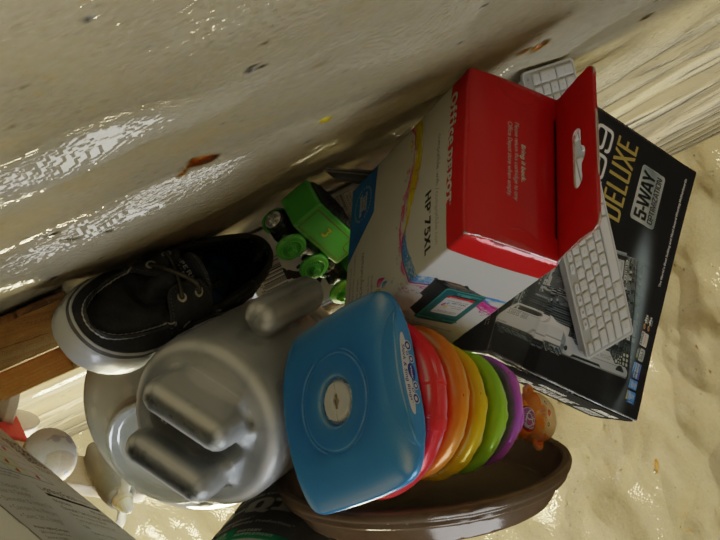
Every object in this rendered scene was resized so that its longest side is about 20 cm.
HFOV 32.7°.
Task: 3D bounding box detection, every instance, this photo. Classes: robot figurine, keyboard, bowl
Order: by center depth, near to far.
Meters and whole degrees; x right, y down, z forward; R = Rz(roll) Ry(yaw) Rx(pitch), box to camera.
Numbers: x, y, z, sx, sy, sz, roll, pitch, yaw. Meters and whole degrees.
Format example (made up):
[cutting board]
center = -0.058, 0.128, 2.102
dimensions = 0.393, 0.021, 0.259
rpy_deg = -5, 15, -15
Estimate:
[robot figurine]
center = -0.073, 0.083, 0.830
dimensions = 0.200, 0.112, 0.171
rpy_deg = -30, 149, -59
[keyboard]
center = 0.151, -0.043, 0.849
dimensions = 0.056, 0.202, 0.011
rpy_deg = -21, -169, -33
[bowl]
center = -0.139, 0.117, 0.964
dimensions = 0.200, 0.202, 0.091
rpy_deg = -27, -162, 26

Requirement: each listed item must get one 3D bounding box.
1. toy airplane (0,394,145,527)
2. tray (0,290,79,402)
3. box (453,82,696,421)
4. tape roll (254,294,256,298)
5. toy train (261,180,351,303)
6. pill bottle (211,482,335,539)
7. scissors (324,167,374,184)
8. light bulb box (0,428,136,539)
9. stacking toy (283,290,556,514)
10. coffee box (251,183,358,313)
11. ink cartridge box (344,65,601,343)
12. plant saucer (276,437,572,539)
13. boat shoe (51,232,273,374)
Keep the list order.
[toy airplane]
center = -0.281, 0.163, 1.012
dimensions = 0.141, 0.200, 0.200
rpy_deg = -38, -175, 32
[tray]
center = -0.252, 0.063, 0.885
dimensions = 0.098, 0.037, 0.200
rpy_deg = -24, 175, -17
[box]
center = 0.156, -0.011, 0.890
dimensions = 0.157, 0.202, 0.050
rpy_deg = 26, 164, -33
[tape roll]
center = -0.068, 0.080, 1.099
dimensions = 0.198, 0.086, 0.201
rpy_deg = -6, -144, 4
[toy train]
center = 0.000, 0.000, 0.899
dimensions = 0.056, 0.042, 0.200
rpy_deg = -39, 139, 9
[pill bottle]
center = -0.050, 0.211, 0.877
dimensions = 0.112, 0.114, 0.200
rpy_deg = -26, -176, 14
[scissors]
center = 0.065, -0.062, 0.880
dimensions = 0.199, 0.014, 0.073
rpy_deg = 24, 111, -37
[light bulb box]
center = -0.243, 0.183, 0.769
dimensions = 0.125, 0.199, 0.198
rpy_deg = -55, 161, -8
[stacking toy]
center = 0.059, 0.089, 0.773
dimensions = 0.199, 0.117, 0.109
rpy_deg = 11, 151, -40
[coffee box]
center = 0.013, -0.029, 0.998
dimensions = 0.199, 0.080, 0.113
rpy_deg = -26, 173, 10
[ink cartridge box]
center = 0.063, -0.038, 0.748
dimensions = 0.067, 0.117, 0.200
rpy_deg = 16, 148, -21
[plant saucer]
center = 0.043, 0.142, 0.821
dimensions = 0.198, 0.030, 0.200
rpy_deg = -6, -174, 1
[boat shoe]
center = -0.124, 0.013, 0.834
dimensions = 0.066, 0.070, 0.199
rpy_deg = -44, 165, 29
